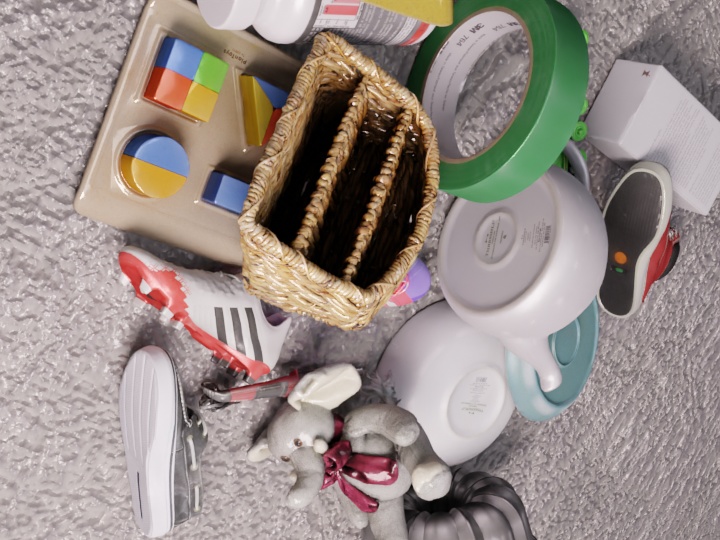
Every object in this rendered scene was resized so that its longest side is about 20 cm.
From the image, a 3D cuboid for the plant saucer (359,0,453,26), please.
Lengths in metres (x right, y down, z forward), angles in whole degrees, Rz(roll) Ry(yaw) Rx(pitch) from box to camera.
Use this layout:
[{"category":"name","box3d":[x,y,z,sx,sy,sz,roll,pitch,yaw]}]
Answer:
[{"category":"plant saucer","box3d":[-0.011,-0.302,0.739,0.198,0.049,0.202,11,55,-20]}]

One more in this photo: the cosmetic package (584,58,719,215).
[{"category":"cosmetic package","box3d":[0.361,-0.156,1.124,0.199,0.071,0.102,28,91,-37]}]

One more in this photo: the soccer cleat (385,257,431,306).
[{"category":"soccer cleat","box3d":[0.000,0.000,0.932,0.199,0.076,0.067,20,97,-35]}]

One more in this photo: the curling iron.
[{"category":"curling iron","box3d":[-0.076,0.112,0.946,0.198,0.049,0.026,-7,102,-38]}]

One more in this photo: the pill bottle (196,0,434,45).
[{"category":"pill bottle","box3d":[-0.033,-0.251,0.800,0.198,0.116,0.117,-8,110,-32]}]

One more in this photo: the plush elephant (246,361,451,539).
[{"category":"plush elephant","box3d":[-0.022,0.177,0.917,0.153,0.201,0.165,5,136,-21]}]

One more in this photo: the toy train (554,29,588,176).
[{"category":"toy train","box3d":[0.221,-0.174,1.046,0.056,0.042,0.202,-12,113,-19]}]

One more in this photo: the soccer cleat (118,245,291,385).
[{"category":"soccer cleat","box3d":[-0.139,0.025,0.861,0.200,0.068,0.086,45,68,-37]}]

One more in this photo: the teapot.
[{"category":"teapot","box3d":[0.187,-0.016,0.989,0.145,0.198,0.200,20,119,-39]}]

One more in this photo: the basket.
[{"category":"basket","box3d":[-0.006,-0.067,0.793,0.141,0.149,0.202,20,66,4]}]

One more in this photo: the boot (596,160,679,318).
[{"category":"boot","box3d":[0.351,-0.058,1.132,0.144,0.072,0.202,-34,138,-39]}]

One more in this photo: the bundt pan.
[{"category":"bundt pan","box3d":[0.089,0.275,1.024,0.200,0.201,0.077,-15,100,-29]}]

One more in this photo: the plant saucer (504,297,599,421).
[{"category":"plant saucer","box3d":[0.234,0.080,1.110,0.199,0.027,0.203,-11,104,-49]}]

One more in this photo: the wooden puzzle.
[{"category":"wooden puzzle","box3d":[-0.132,-0.113,0.825,0.184,0.046,0.202,20,94,-37]}]

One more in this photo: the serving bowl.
[{"category":"serving bowl","box3d":[0.111,0.137,1.062,0.198,0.066,0.202,-11,111,-31]}]

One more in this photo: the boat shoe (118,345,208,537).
[{"category":"boat shoe","box3d":[-0.179,0.154,0.880,0.070,0.072,0.202,-17,125,-37]}]

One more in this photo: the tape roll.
[{"category":"tape roll","box3d":[0.120,-0.166,0.879,0.048,0.200,0.202,15,98,-35]}]
